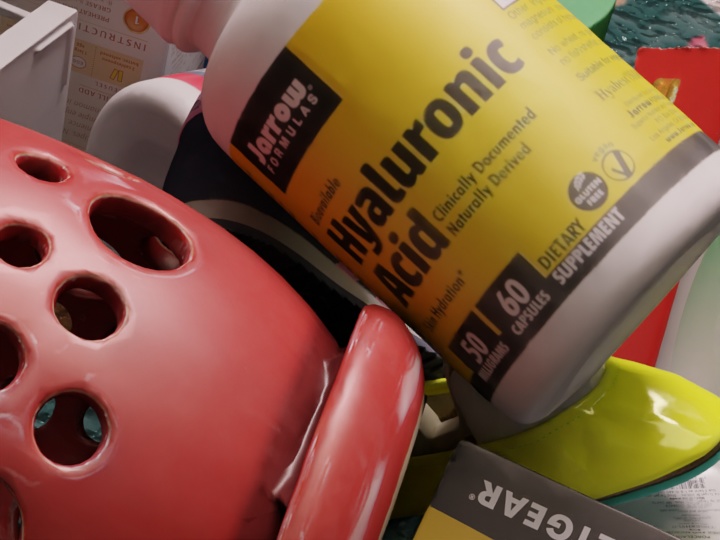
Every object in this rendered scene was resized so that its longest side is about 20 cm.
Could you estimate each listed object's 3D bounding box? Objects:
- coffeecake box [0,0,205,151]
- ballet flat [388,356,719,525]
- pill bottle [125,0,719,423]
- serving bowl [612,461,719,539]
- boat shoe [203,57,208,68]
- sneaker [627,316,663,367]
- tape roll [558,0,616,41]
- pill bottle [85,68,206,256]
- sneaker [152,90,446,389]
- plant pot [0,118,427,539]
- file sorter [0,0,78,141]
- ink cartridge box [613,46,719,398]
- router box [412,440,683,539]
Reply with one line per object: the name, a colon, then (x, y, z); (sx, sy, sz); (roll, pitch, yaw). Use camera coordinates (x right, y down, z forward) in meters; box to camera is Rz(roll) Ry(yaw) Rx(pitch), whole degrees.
coffeecake box: (-0.140, -0.134, 0.990); (0.153, 0.201, 0.073); (20, 35, 7)
ballet flat: (0.029, 0.054, 0.822); (0.199, 0.067, 0.067); (-12, 24, 27)
pill bottle: (0.018, -0.054, 0.761); (0.200, 0.111, 0.111); (43, 41, 10)
serving bowl: (0.113, 0.112, 0.820); (0.199, 0.066, 0.200); (0, 29, 0)
boat shoe: (-0.049, -0.133, 1.083); (0.068, 0.085, 0.200); (-3, 18, -22)
sneaker: (0.157, 0.051, 0.956); (0.088, 0.074, 0.200); (-24, 33, -13)
tape roll: (0.033, -0.153, 1.215); (0.199, 0.048, 0.201); (10, 34, -7)
pill bottle: (-0.004, -0.036, 0.975); (0.199, 0.120, 0.120); (-15, 44, -36)
sneaker: (0.000, 0.000, 0.869); (0.070, 0.200, 0.082); (-14, 56, 28)
plant pot: (-0.084, 0.069, 0.731); (0.182, 0.201, 0.201); (19, 35, 2)
file sorter: (-0.213, -0.019, 0.859); (0.124, 0.139, 0.200); (22, 35, 14)
ink cartridge box: (0.139, -0.021, 0.902); (0.050, 0.162, 0.200); (21, -7, -35)
router box: (0.087, 0.166, 0.709); (0.199, 0.052, 0.158); (23, 78, 13)
